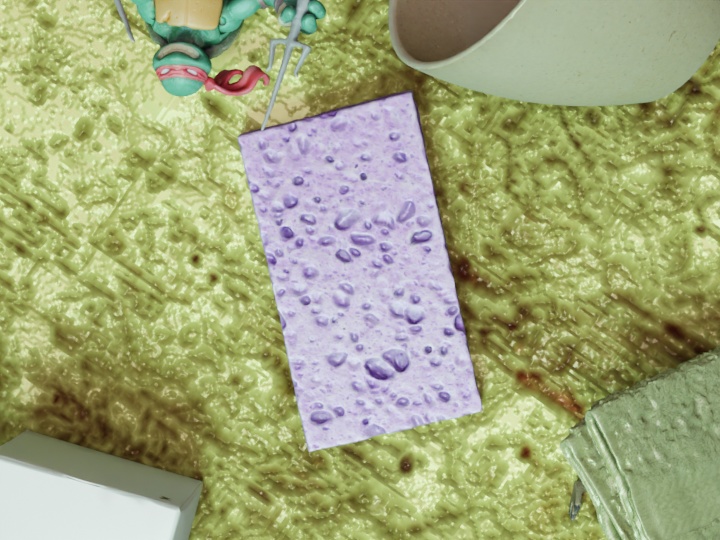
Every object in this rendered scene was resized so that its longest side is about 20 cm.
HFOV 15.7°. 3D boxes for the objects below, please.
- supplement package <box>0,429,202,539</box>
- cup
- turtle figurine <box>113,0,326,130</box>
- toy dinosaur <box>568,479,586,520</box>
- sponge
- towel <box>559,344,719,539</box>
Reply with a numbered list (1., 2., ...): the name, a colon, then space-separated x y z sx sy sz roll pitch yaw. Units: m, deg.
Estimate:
1. supplement package: -0.181 0.212 1.561 0.121 0.120 0.201 16 94 3
2. cup: 0.132 -0.175 1.505 0.143 0.200 0.201 27 95 -25
3. turtle figurine: -0.100 -0.179 1.546 0.149 0.101 0.201 6 78 -13
4. toy dinosaur: 0.182 0.139 1.582 0.101 0.058 0.201 11 75 -4
5. sponge: 0.000 0.000 1.586 0.111 0.030 0.201 -13 93 3
6. towel: 0.225 0.116 1.546 0.200 0.036 0.149 -24 89 -23
